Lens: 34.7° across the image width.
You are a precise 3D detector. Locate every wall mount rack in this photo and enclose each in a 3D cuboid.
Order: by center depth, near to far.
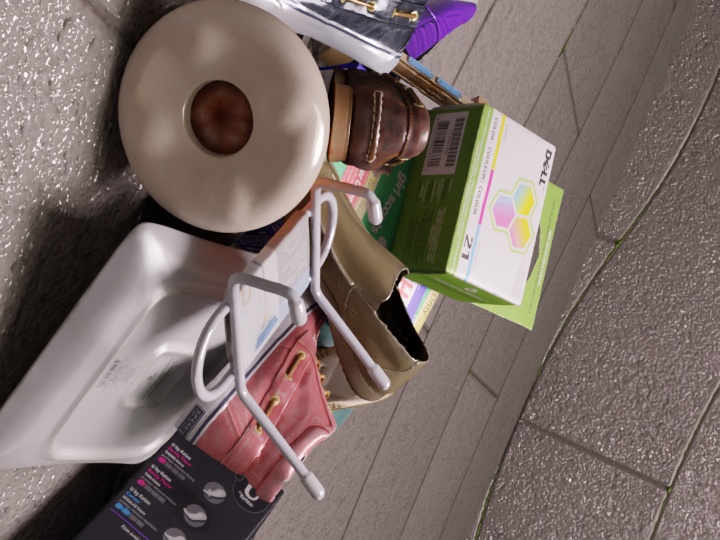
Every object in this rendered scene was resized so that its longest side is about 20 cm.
[{"bbox_3d":[-0.034,0.044,0.780,0.201,0.073,0.176,-53,152,-45],"label":"wall mount rack"}]

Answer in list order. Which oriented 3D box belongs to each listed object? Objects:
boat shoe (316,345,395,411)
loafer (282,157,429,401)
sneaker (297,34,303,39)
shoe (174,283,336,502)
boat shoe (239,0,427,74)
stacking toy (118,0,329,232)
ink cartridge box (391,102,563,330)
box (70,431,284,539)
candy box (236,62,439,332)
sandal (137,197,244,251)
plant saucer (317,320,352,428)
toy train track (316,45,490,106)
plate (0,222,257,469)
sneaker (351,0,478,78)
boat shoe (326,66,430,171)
[{"bbox_3d":[-0.062,0.098,0.974,0.197,0.066,0.075,1,75,-32],"label":"boat shoe"},{"bbox_3d":[0.000,0.000,0.893,0.203,0.067,0.076,68,24,-12],"label":"loafer"},{"bbox_3d":[-0.014,-0.248,0.862,0.203,0.087,0.076,-68,162,2],"label":"sneaker"},{"bbox_3d":[-0.055,0.090,0.869,0.072,0.091,0.200,-49,180,34],"label":"shoe"},{"bbox_3d":[-0.025,-0.212,0.800,0.199,0.071,0.092,14,116,-48],"label":"boat shoe"},{"bbox_3d":[-0.067,-0.115,0.810,0.200,0.144,0.148,-39,148,-70],"label":"stacking toy"},{"bbox_3d":[0.131,-0.041,1.021,0.198,0.075,0.150,22,77,-39],"label":"ink cartridge box"},{"bbox_3d":[-0.167,0.232,0.905,0.200,0.106,0.123,-47,175,-47],"label":"box"},{"bbox_3d":[0.000,-0.050,1.006,0.200,0.076,0.171,42,68,-37],"label":"candy box"},{"bbox_3d":[-0.096,-0.063,0.871,0.201,0.074,0.045,-56,161,-40],"label":"sandal"},{"bbox_3d":[-0.068,0.130,1.084,0.198,0.036,0.201,-27,147,-19],"label":"plant saucer"},{"bbox_3d":[0.038,-0.185,0.981,0.198,0.114,0.033,30,64,-28],"label":"toy train track"},{"bbox_3d":[-0.149,0.067,0.803,0.200,0.032,0.199,-52,158,9],"label":"plate"},{"bbox_3d":[0.040,-0.226,1.081,0.199,0.069,0.101,-21,133,-55],"label":"sneaker"},{"bbox_3d":[0.009,-0.106,0.823,0.200,0.069,0.072,-105,-161,-75],"label":"boat shoe"}]
